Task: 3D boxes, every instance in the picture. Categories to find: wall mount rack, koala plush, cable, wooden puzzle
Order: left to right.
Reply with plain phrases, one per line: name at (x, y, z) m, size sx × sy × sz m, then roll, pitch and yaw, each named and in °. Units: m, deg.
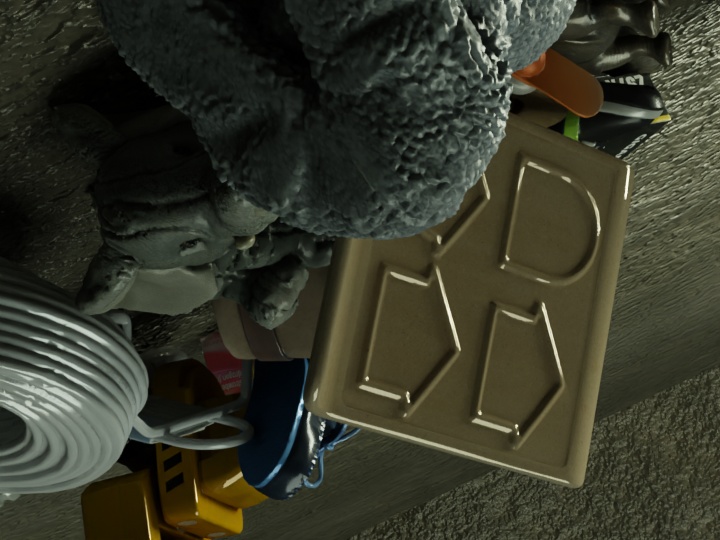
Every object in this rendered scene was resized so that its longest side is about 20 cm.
cable at (-0.219, 0.062, 0.935) m, size 0.200 × 0.069 × 0.200 m, roll 22°, pitch 146°, yaw -24°
wall mount rack at (-0.171, 0.069, 1.094) m, size 0.200 × 0.075 × 0.174 m, roll 9°, pitch -169°, yaw 34°
koala plush at (0.027, -0.119, 0.718) m, size 0.200 × 0.184 × 0.177 m, roll -28°, pitch 172°, yaw -46°
wooden puzzle at (0.057, 0.006, 0.885) m, size 0.200 × 0.186 × 0.046 m, roll 20°, pitch 165°, yaw -35°

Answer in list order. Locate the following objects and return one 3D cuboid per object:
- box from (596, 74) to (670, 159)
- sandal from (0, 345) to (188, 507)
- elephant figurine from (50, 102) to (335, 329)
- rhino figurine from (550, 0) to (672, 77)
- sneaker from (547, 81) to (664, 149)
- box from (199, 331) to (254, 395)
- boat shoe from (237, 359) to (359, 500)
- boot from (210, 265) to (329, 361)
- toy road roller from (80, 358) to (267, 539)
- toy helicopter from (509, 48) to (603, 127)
box at (0.105, -0.069, 1.220) m, size 0.159 × 0.049 × 0.200 m, roll -11°, pitch 160°, yaw -39°
sandal at (-0.219, 0.105, 1.264) m, size 0.202 × 0.050 × 0.083 m, roll -32°, pitch 154°, yaw -30°
elephant figurine at (-0.095, -0.038, 0.840) m, size 0.155 × 0.142 × 0.200 m, roll -46°, pitch 166°, yaw 18°
rhino figurine at (0.137, -0.144, 0.971) m, size 0.087 × 0.060 × 0.200 m, roll 0°, pitch 172°, yaw 16°
sneaker at (0.106, -0.067, 1.053) m, size 0.200 × 0.083 × 0.072 m, roll -11°, pitch 177°, yaw 39°
box at (-0.022, 0.074, 1.304) m, size 0.095 × 0.103 × 0.200 m, roll -12°, pitch 176°, yaw -44°
boat shoe at (-0.032, 0.091, 1.137) m, size 0.084 × 0.069 × 0.200 m, roll -41°, pitch -161°, yaw 26°
boot at (-0.010, 0.024, 0.958) m, size 0.146 × 0.201 × 0.070 m, roll -18°, pitch 179°, yaw 21°
toy road roller at (-0.118, 0.163, 1.210) m, size 0.146 × 0.201 × 0.123 m, roll -13°, pitch 160°, yaw 14°
toy helicopter at (0.041, -0.106, 0.910) m, size 0.132 × 0.079 × 0.200 m, roll -12°, pitch 163°, yaw 43°
